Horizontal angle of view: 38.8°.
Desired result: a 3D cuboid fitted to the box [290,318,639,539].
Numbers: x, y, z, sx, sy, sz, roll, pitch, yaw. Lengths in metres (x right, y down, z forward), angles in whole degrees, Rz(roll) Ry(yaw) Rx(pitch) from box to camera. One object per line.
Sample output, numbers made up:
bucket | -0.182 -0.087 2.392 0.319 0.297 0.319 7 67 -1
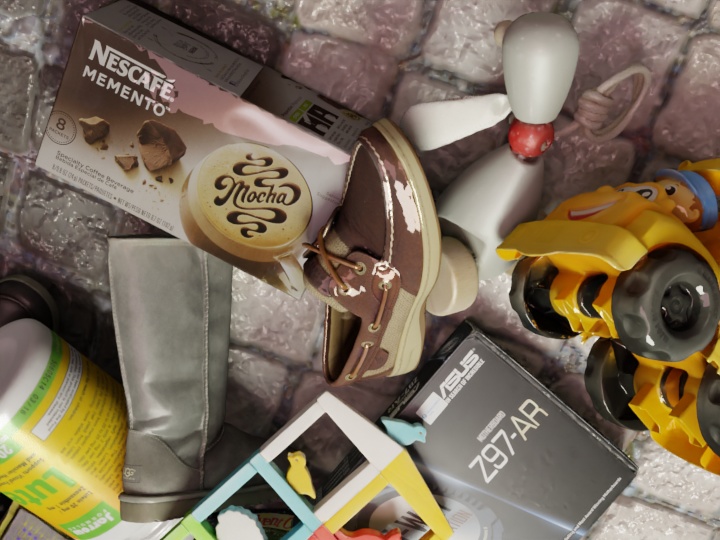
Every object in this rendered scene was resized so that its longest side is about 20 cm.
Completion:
box | 0.073 0.161 0.732 0.160 0.044 0.200 41 93 -7

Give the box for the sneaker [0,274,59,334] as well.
sneaker | -0.314 0.093 0.792 0.075 0.106 0.200 41 115 -7

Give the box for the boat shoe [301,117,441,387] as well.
boat shoe | 0.000 0.000 0.632 0.072 0.072 0.200 -18 140 -20

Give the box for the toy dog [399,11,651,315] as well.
toy dog | 0.078 -0.071 0.643 0.096 0.132 0.200 43 117 36

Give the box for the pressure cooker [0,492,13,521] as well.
pressure cooker | -0.366 0.260 0.825 0.200 0.176 0.178 -34 145 33

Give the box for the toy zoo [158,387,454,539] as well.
toy zoo | -0.031 0.174 0.689 0.200 0.020 0.131 -41 92 -1

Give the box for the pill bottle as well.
pill bottle | -0.206 0.136 0.765 0.111 0.111 0.200 -29 125 22

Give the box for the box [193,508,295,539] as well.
box | -0.105 0.240 0.793 0.200 0.137 0.038 -7 110 15

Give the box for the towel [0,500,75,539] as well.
towel | -0.253 0.284 0.812 0.023 0.144 0.200 3 140 32

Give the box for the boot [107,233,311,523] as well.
boot | -0.107 0.072 0.748 0.072 0.182 0.201 -7 85 38

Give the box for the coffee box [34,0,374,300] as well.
coffee box | -0.099 -0.084 0.681 0.200 0.080 0.113 28 117 -1

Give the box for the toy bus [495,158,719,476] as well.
toy bus | 0.211 0.000 0.611 0.200 0.136 0.192 45 78 -19
